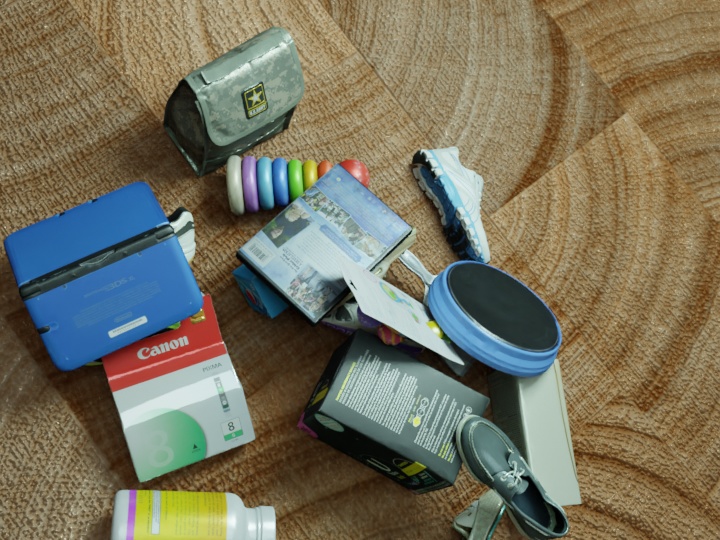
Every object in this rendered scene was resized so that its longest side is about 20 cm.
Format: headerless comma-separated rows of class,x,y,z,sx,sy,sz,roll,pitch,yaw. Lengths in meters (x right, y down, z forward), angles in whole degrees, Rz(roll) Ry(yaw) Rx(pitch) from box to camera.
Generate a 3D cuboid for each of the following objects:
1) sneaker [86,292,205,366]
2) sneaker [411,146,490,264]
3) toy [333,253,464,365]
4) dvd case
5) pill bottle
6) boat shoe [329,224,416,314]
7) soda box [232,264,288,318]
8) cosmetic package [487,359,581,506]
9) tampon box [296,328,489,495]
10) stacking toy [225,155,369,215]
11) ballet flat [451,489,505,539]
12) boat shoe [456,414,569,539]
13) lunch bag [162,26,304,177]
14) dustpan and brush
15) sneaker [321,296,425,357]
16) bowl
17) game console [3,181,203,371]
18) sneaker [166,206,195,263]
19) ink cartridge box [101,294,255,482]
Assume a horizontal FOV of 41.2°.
sneaker,-0.289,0.077,1.263,0.199,0.083,0.072,-23,81,-20
sneaker,0.159,-0.103,1.445,0.086,0.075,0.201,-20,80,-25
toy,0.040,0.063,1.234,0.200,0.047,0.115,26,24,-39
dvd case,-0.046,-0.037,1.268,0.143,0.018,0.200,42,65,11
pill bottle,-0.209,0.329,1.196,0.199,0.104,0.105,4,72,-13
boat shoe,0.000,0.000,1.317,0.200,0.072,0.065,-32,111,-26
soda box,-0.077,-0.022,1.347,0.200,0.064,0.068,-38,119,-22
cosmetic package,0.242,0.233,1.346,0.073,0.104,0.201,-3,75,-16
tampon box,0.039,0.192,1.279,0.199,0.150,0.127,29,67,-4
stacking toy,-0.087,-0.128,1.356,0.199,0.085,0.086,-5,74,-2
ballet flat,0.142,0.370,1.300,0.062,0.067,0.201,26,68,5
boat shoe,0.196,0.263,1.214,0.073,0.062,0.200,-42,104,-26
lunch bag,-0.173,-0.238,1.328,0.164,0.200,0.118,-34,84,-22
dustpan and brush,0.118,0.038,1.394,0.200,0.057,0.140,41,68,0
sneaker,-0.003,0.077,1.347,0.199,0.084,0.081,23,49,9
bowl,0.188,0.061,1.319,0.200,0.039,0.201,23,31,-15
game console,-0.326,0.003,1.218,0.199,0.118,0.171,-24,106,-13
sneaker,-0.321,-0.056,1.287,0.199,0.076,0.088,1,106,-23
ink cartridge box,-0.237,0.151,1.233,0.160,0.050,0.201,-18,107,-19
